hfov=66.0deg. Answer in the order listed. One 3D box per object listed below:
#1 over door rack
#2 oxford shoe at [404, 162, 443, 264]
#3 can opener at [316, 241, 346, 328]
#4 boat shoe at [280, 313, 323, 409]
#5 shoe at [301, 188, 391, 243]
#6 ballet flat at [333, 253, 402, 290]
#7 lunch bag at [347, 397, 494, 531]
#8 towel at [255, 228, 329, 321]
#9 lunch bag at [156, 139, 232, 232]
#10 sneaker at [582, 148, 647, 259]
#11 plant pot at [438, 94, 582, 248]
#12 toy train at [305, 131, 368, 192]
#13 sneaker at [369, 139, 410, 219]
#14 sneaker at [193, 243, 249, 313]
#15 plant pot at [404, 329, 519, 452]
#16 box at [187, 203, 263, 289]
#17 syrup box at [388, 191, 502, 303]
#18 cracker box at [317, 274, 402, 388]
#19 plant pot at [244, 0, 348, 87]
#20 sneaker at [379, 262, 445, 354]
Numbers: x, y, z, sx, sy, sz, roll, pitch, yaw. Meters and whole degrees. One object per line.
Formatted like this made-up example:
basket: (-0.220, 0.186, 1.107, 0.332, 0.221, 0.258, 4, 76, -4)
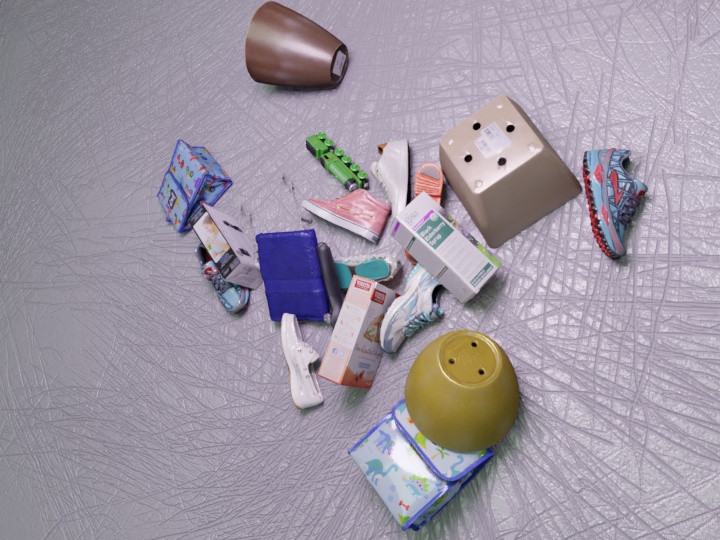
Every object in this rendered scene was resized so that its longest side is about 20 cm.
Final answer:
over door rack: (-0.193, -0.109, 1.279, 0.147, 0.067, 0.201, -34, 52, 14)
oxford shoe: (0.134, -0.112, 1.114, 0.071, 0.073, 0.201, 15, 101, 13)
can opener: (-0.053, 0.038, 1.130, 0.078, 0.063, 0.201, -21, 101, -17)
boat shoe: (-0.117, 0.183, 1.155, 0.069, 0.071, 0.201, -13, 86, 9)
shoe: (-0.030, -0.136, 1.199, 0.199, 0.071, 0.091, 26, 87, 25)
ballet flat: (0.000, 0.000, 1.146, 0.199, 0.072, 0.072, -5, 74, 36)
lunch bag: (0.108, 0.324, 0.978, 0.200, 0.128, 0.170, -40, 59, -3)
towel: (-0.141, 0.011, 1.179, 0.147, 0.050, 0.201, -2, 107, 23)
lunch bag: (-0.446, -0.205, 1.429, 0.151, 0.094, 0.200, 48, 112, 27)
sneaker: (0.439, -0.120, 0.941, 0.095, 0.079, 0.201, -9, 75, 20)
plant pot: (0.252, -0.193, 1.007, 0.200, 0.177, 0.200, -34, 64, 16)
toy train: (-0.055, -0.243, 1.244, 0.056, 0.042, 0.200, -29, 59, -22)
sneaker: (0.062, -0.179, 1.154, 0.084, 0.073, 0.201, -3, 64, 8)
sneaker: (-0.335, 0.018, 1.294, 0.079, 0.095, 0.200, -41, 62, 12)
plant pot: (0.172, 0.178, 0.920, 0.199, 0.142, 0.201, -2, 54, 3)
box: (-0.304, -0.056, 1.289, 0.060, 0.117, 0.200, -44, 63, 12)
syrup box: (0.153, -0.042, 1.023, 0.200, 0.081, 0.079, 45, 72, 7)
cracker box: (0.004, 0.122, 1.071, 0.057, 0.134, 0.201, 17, 85, 29)
plant pot: (-0.137, -0.512, 1.306, 0.199, 0.187, 0.188, 21, 86, 15)
sneaker: (0.108, 0.078, 1.066, 0.086, 0.078, 0.201, 29, 90, 26)
